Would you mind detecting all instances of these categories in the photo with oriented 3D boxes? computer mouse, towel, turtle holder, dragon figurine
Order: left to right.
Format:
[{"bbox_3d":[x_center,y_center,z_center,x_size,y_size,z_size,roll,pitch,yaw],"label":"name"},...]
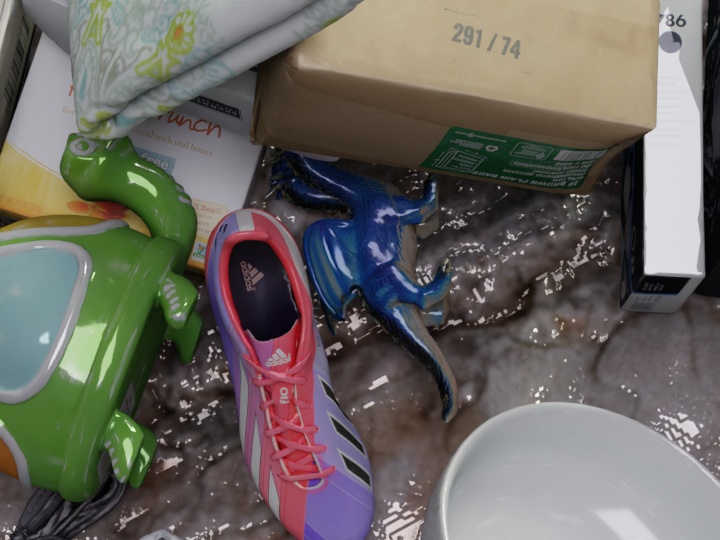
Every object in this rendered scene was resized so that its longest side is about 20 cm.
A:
[{"bbox_3d":[-0.155,0.023,1.188,0.131,0.141,0.186,20,102,2],"label":"turtle holder"},{"bbox_3d":[-0.104,0.186,1.227,0.200,0.044,0.110,30,74,11],"label":"computer mouse"},{"bbox_3d":[-0.080,-0.178,1.139,0.200,0.048,0.172,-24,58,37],"label":"towel"},{"bbox_3d":[0.000,0.000,1.259,0.099,0.059,0.201,-8,74,-1],"label":"dragon figurine"}]

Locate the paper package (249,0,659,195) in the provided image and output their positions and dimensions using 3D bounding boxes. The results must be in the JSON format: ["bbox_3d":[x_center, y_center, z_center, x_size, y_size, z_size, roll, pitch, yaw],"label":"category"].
[{"bbox_3d":[0.050,-0.151,1.189,0.199,0.103,0.191,8,71,-13],"label":"paper package"}]

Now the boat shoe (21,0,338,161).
[{"bbox_3d":[-0.088,-0.129,1.239,0.199,0.072,0.068,22,70,8],"label":"boat shoe"}]

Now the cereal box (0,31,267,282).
[{"bbox_3d":[-0.118,-0.106,1.290,0.143,0.040,0.201,16,78,2],"label":"cereal box"}]

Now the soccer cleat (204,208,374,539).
[{"bbox_3d":[-0.041,0.064,1.219,0.066,0.076,0.201,-15,94,0],"label":"soccer cleat"}]

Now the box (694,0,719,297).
[{"bbox_3d":[0.252,-0.095,1.225,0.104,0.182,0.201,5,77,0],"label":"box"}]

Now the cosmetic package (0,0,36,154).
[{"bbox_3d":[-0.292,-0.140,1.269,0.199,0.087,0.104,13,79,0],"label":"cosmetic package"}]

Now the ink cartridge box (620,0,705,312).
[{"bbox_3d":[0.170,-0.083,1.262,0.039,0.099,0.201,3,77,0],"label":"ink cartridge box"}]

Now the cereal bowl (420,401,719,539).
[{"bbox_3d":[0.118,0.173,1.193,0.199,0.083,0.201,15,48,-17],"label":"cereal bowl"}]
